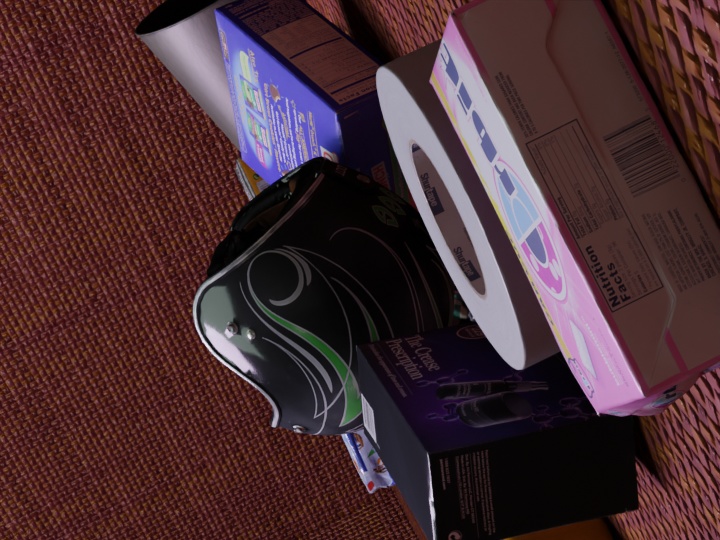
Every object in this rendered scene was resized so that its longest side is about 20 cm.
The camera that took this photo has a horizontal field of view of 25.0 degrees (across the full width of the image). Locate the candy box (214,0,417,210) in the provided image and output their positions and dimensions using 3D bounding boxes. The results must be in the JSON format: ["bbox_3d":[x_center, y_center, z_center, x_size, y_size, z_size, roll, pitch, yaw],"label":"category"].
[{"bbox_3d":[-0.035,-0.126,1.391,0.200,0.077,0.170,45,153,41],"label":"candy box"}]

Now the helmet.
[{"bbox_3d":[-0.021,0.029,1.273,0.191,0.200,0.200,47,179,-14],"label":"helmet"}]

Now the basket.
[{"bbox_3d":[-0.111,-0.212,1.718,0.200,0.180,0.136,56,-152,-23],"label":"basket"}]

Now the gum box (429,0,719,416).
[{"bbox_3d":[0.107,-0.029,0.754,0.114,0.066,0.201,105,139,-81],"label":"gum box"}]

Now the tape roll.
[{"bbox_3d":[0.080,-0.044,0.977,0.201,0.066,0.200,63,175,10],"label":"tape roll"}]

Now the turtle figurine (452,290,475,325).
[{"bbox_3d":[0.094,0.091,1.355,0.150,0.100,0.200,63,180,21],"label":"turtle figurine"}]

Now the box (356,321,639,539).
[{"bbox_3d":[0.088,0.104,1.118,0.200,0.141,0.079,-129,32,-68],"label":"box"}]

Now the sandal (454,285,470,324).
[{"bbox_3d":[0.087,0.080,1.508,0.043,0.076,0.200,35,166,17],"label":"sandal"}]

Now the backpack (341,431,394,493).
[{"bbox_3d":[0.045,0.157,1.904,0.200,0.153,0.191,-123,19,-75],"label":"backpack"}]

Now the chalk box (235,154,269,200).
[{"bbox_3d":[-0.072,-0.100,1.963,0.125,0.124,0.200,64,176,-2],"label":"chalk box"}]

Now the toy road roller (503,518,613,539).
[{"bbox_3d":[0.170,0.269,1.273,0.200,0.122,0.147,92,164,-80],"label":"toy road roller"}]
